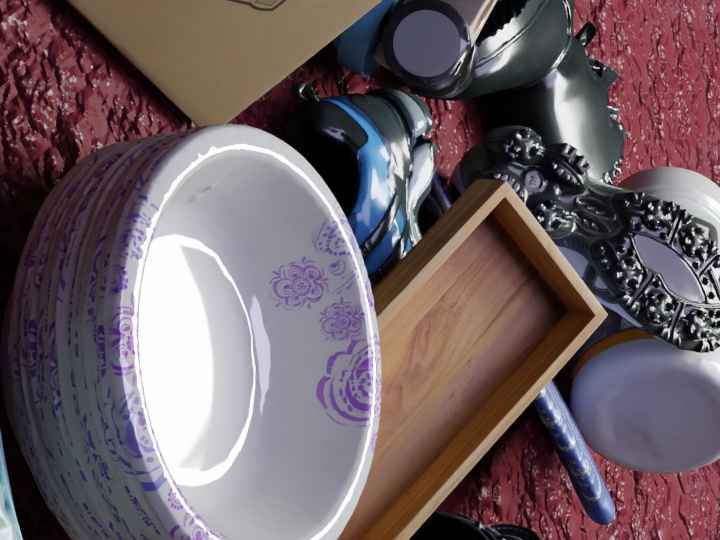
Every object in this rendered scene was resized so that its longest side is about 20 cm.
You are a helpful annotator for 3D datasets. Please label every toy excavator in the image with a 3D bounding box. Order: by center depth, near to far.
[{"bbox_3d":[0.007,-0.217,1.032,0.195,0.199,0.100,-61,176,5],"label":"toy excavator"}]

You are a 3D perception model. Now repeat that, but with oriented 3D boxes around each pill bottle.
[{"bbox_3d":[0.204,0.029,1.259,0.117,0.116,0.201,58,28,-33],"label":"pill bottle"}]

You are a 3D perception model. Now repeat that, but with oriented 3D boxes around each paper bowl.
[{"bbox_3d":[-0.082,0.040,0.841,0.200,0.104,0.203,16,71,-54],"label":"paper bowl"}]

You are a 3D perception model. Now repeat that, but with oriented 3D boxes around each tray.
[{"bbox_3d":[0.031,0.057,0.976,0.200,0.037,0.099,-46,111,-16],"label":"tray"}]

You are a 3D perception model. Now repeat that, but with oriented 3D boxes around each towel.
[{"bbox_3d":[0.090,0.048,1.119,0.201,0.024,0.145,58,6,-32],"label":"towel"}]

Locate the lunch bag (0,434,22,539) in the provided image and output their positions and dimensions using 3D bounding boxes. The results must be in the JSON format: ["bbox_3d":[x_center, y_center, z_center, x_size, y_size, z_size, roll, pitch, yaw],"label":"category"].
[{"bbox_3d":[-0.191,0.103,0.686,0.160,0.077,0.202,-16,98,-57],"label":"lunch bag"}]

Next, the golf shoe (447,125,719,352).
[{"bbox_3d":[0.141,-0.018,1.152,0.199,0.094,0.078,37,71,-13],"label":"golf shoe"}]

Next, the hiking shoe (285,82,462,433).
[{"bbox_3d":[0.000,0.000,1.022,0.086,0.074,0.202,-4,82,-43],"label":"hiking shoe"}]

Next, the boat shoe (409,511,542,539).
[{"bbox_3d":[0.056,0.167,1.050,0.199,0.074,0.063,-7,110,-58],"label":"boat shoe"}]

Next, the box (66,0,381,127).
[{"bbox_3d":[-0.067,-0.170,0.868,0.200,0.163,0.021,43,15,-45],"label":"box"}]

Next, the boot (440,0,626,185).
[{"bbox_3d":[0.104,-0.107,1.194,0.198,0.073,0.164,-48,130,-47],"label":"boot"}]
